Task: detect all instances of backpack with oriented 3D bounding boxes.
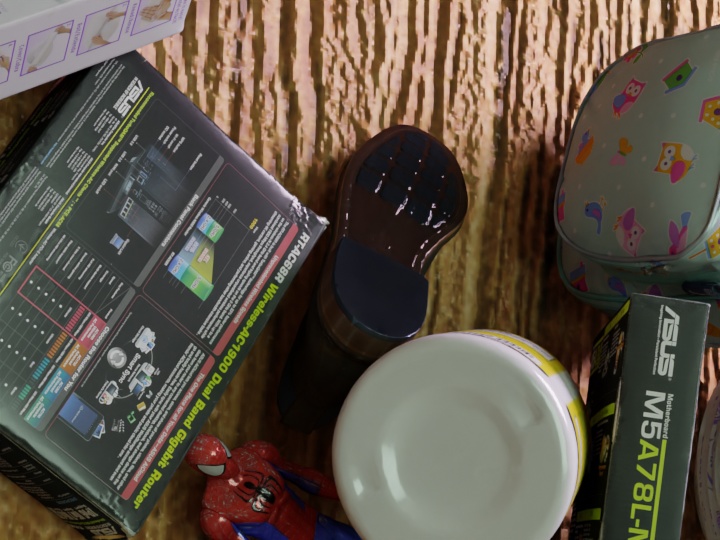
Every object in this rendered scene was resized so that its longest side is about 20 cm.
[{"bbox_3d":[0.199,-0.045,0.982,0.153,0.200,0.177,20,75,-24],"label":"backpack"}]

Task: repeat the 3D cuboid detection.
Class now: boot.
[{"bbox_3d":[0.000,0.000,0.925,0.075,0.097,0.200,31,36,-6],"label":"boot"}]

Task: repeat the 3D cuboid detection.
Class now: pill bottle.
[{"bbox_3d":[0.058,0.087,0.855,0.114,0.200,0.115,0,88,11],"label":"pill bottle"}]

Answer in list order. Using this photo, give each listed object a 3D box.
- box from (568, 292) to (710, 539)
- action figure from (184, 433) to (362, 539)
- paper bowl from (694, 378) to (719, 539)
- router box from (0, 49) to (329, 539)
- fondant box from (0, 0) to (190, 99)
[{"bbox_3d":[0.142,0.121,0.912,0.047,0.200,0.194,10,81,4],"label":"box"},{"bbox_3d":[-0.020,0.144,0.876,0.200,0.052,0.066,43,66,-28],"label":"action figure"},{"bbox_3d":[0.290,0.135,1.066,0.200,0.104,0.202,6,79,-32],"label":"paper bowl"},{"bbox_3d":[-0.126,0.008,0.832,0.150,0.062,0.200,42,61,-20],"label":"router box"},{"bbox_3d":[-0.194,-0.146,0.779,0.200,0.058,0.144,-27,67,-33],"label":"fondant box"}]
